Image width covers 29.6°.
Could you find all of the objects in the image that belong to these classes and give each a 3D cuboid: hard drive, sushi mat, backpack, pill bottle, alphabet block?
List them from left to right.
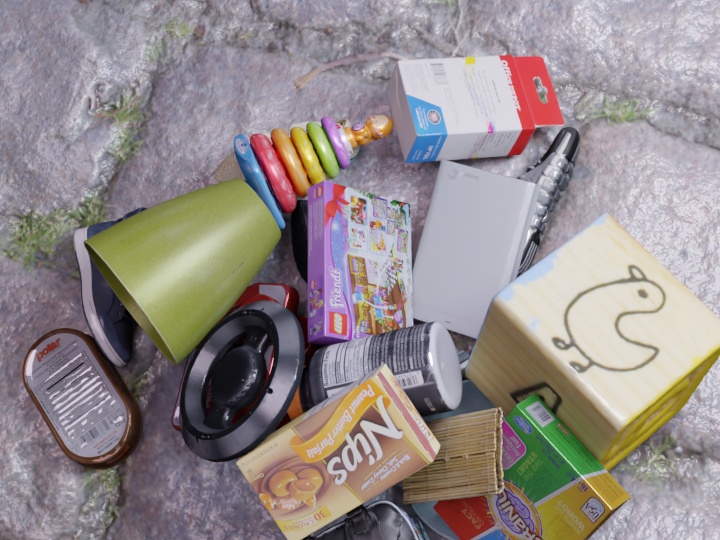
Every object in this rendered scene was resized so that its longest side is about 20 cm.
[{"bbox_3d":[0.010,0.130,1.592,0.200,0.106,0.107,-14,71,20],"label":"pill bottle"},{"bbox_3d":[0.024,0.386,1.557,0.177,0.151,0.200,-32,63,7],"label":"backpack"},{"bbox_3d":[0.102,0.213,1.550,0.012,0.200,0.096,9,74,-28],"label":"sushi mat"},{"bbox_3d":[0.135,-0.024,1.677,0.132,0.026,0.201,17,97,28],"label":"hard drive"},{"bbox_3d":[0.263,0.096,1.540,0.195,0.197,0.200,-36,69,-23],"label":"alphabet block"}]

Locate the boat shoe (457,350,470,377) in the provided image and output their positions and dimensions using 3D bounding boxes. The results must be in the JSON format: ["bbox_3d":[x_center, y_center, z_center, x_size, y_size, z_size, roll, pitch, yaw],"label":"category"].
[{"bbox_3d":[0.045,0.139,1.668,0.200,0.073,0.062,-29,74,9],"label":"boat shoe"}]

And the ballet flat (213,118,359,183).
[{"bbox_3d":[-0.101,-0.162,1.789,0.199,0.062,0.068,-11,37,5],"label":"ballet flat"}]

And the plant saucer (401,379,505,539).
[{"bbox_3d":[0.148,0.232,1.635,0.200,0.039,0.202,-4,73,12],"label":"plant saucer"}]

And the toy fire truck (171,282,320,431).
[{"bbox_3d":[-0.152,0.111,1.709,0.168,0.112,0.201,2,73,32],"label":"toy fire truck"}]

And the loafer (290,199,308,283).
[{"bbox_3d":[-0.033,-0.002,1.736,0.072,0.073,0.200,-14,72,-22],"label":"loafer"}]

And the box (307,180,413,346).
[{"bbox_3d":[0.000,0.000,1.675,0.039,0.137,0.201,-23,61,49],"label":"box"}]

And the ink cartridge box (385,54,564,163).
[{"bbox_3d":[0.144,-0.206,1.719,0.199,0.067,0.116,-5,63,-17],"label":"ink cartridge box"}]

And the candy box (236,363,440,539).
[{"bbox_3d":[-0.025,0.207,1.527,0.200,0.055,0.116,-33,94,15],"label":"candy box"}]

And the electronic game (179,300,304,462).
[{"bbox_3d":[-0.140,0.128,1.587,0.200,0.042,0.200,-26,47,32],"label":"electronic game"}]

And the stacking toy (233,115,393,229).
[{"bbox_3d":[-0.051,-0.149,1.714,0.200,0.110,0.116,-24,32,-1],"label":"stacking toy"}]

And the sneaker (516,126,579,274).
[{"bbox_3d":[0.190,-0.104,1.707,0.115,0.075,0.200,23,81,20],"label":"sneaker"}]

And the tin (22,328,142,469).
[{"bbox_3d":[-0.363,0.164,1.770,0.112,0.042,0.200,-35,70,-4],"label":"tin"}]

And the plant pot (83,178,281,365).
[{"bbox_3d":[-0.202,-0.017,1.669,0.200,0.187,0.187,-37,69,-13],"label":"plant pot"}]

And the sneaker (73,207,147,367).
[{"bbox_3d":[-0.288,0.014,1.775,0.146,0.077,0.203,-19,70,9],"label":"sneaker"}]

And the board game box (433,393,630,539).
[{"bbox_3d":[0.185,0.258,1.513,0.153,0.040,0.200,47,130,19],"label":"board game box"}]
